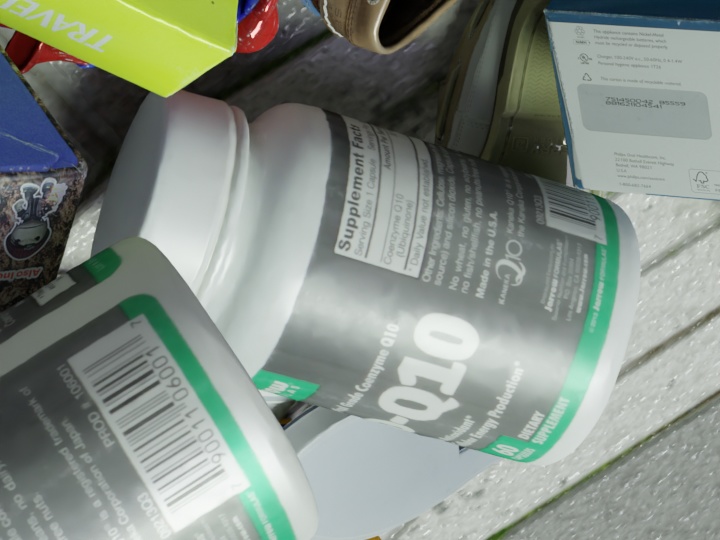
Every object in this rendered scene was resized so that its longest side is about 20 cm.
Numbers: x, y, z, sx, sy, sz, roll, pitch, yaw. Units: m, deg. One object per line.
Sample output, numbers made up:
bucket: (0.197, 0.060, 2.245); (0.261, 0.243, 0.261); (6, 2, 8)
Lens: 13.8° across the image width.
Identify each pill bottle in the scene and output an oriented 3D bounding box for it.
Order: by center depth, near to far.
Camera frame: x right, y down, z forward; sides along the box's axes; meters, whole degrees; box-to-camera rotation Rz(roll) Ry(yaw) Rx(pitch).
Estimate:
pill bottle: (-0.123, 0.086, 0.915); (0.200, 0.113, 0.113); (-32, 141, -8)
pill bottle: (0.000, 0.000, 1.188); (0.200, 0.113, 0.113); (16, 120, -15)

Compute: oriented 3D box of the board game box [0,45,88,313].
board game box: (-0.188, 0.002, 0.999); (0.097, 0.160, 0.200); (-5, 132, -34)

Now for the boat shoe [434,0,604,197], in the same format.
boat shoe: (0.068, -0.056, 1.276); (0.075, 0.068, 0.200); (9, 125, -18)

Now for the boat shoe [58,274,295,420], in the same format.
boat shoe: (-0.105, 0.046, 1.253); (0.200, 0.072, 0.069); (1, 125, -51)

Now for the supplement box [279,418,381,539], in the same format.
supplement box: (-0.102, 0.144, 1.311); (0.200, 0.109, 0.110); (-2, 129, -38)

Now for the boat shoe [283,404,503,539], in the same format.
boat shoe: (0.018, 0.061, 1.344); (0.200, 0.070, 0.071); (-25, 128, -37)

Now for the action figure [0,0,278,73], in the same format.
action figure: (-0.072, -0.125, 1.089); (0.200, 0.065, 0.099); (-10, 124, -64)

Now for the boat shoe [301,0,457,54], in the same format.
boat shoe: (0.062, -0.162, 1.169); (0.200, 0.072, 0.072); (-46, 141, 9)

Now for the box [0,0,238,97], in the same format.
box: (-0.127, -0.149, 0.966); (0.200, 0.122, 0.048); (24, 145, -32)

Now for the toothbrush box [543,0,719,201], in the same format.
toothbrush box: (0.179, -0.113, 1.173); (0.200, 0.146, 0.085); (-52, 140, -46)
